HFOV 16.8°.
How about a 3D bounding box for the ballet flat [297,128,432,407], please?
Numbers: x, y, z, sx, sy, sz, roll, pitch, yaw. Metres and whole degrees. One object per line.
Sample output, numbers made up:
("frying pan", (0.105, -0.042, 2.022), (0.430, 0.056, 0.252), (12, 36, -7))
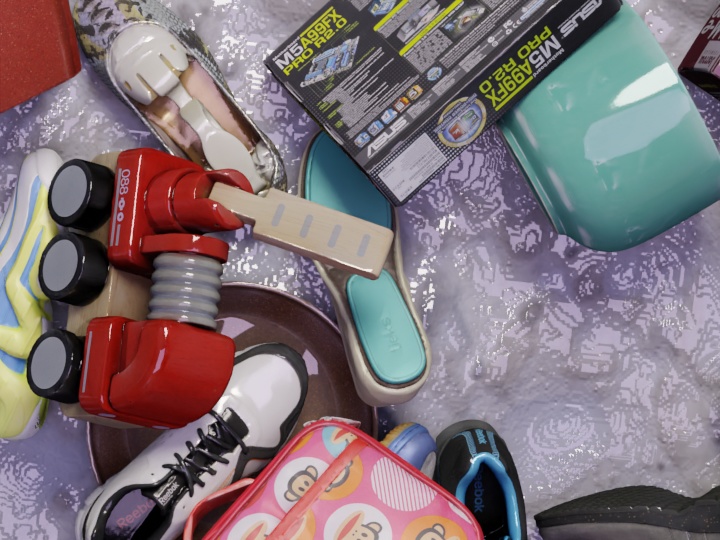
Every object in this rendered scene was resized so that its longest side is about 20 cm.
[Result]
("ballet flat", (0.000, 0.000, 1.652), (0.069, 0.069, 0.200), (-11, 72, -3))

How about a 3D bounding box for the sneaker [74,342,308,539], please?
("sneaker", (-0.108, 0.130, 1.620), (0.074, 0.080, 0.200), (44, 89, -5))

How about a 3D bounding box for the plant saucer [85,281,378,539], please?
("plant saucer", (-0.088, 0.106, 1.676), (0.200, 0.037, 0.201), (0, 95, -5))

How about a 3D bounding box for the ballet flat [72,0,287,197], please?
("ballet flat", (-0.118, -0.114, 1.636), (0.072, 0.072, 0.200), (-40, 97, 0))

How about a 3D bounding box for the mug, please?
("mug", (0.155, -0.096, 1.630), (0.114, 0.185, 0.152), (-30, 121, 2))

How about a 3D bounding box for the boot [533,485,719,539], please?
("boot", (0.211, 0.215, 1.648), (0.200, 0.068, 0.131), (-5, 96, 34))

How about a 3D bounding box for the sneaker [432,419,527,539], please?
("sneaker", (0.082, 0.207, 1.675), (0.073, 0.082, 0.201), (-9, 98, -6))

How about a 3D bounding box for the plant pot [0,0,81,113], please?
("plant pot", (-0.280, -0.185, 1.564), (0.199, 0.200, 0.177), (-26, 108, -1))

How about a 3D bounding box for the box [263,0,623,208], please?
("box", (0.052, -0.156, 1.602), (0.200, 0.160, 0.044), (-42, 133, 0))

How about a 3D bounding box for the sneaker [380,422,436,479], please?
("sneaker", (0.028, 0.205, 1.661), (0.088, 0.075, 0.200), (24, 104, 28))

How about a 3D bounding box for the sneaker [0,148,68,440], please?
("sneaker", (-0.254, 0.014, 1.635), (0.105, 0.076, 0.201), (7, 96, -4))

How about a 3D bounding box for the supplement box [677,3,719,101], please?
("supplement box", (0.321, -0.104, 1.650), (0.200, 0.109, 0.061), (32, 92, -7))

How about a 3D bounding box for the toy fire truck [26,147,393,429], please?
("toy fire truck", (-0.096, 0.012, 1.558), (0.129, 0.200, 0.176), (18, 73, -44))

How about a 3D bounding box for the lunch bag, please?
("lunch bag", (-0.035, 0.200, 1.569), (0.176, 0.082, 0.200), (35, 71, 18))
